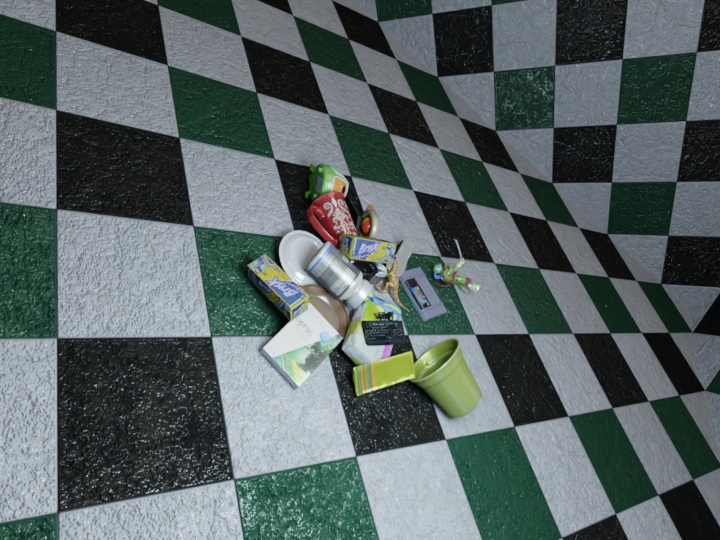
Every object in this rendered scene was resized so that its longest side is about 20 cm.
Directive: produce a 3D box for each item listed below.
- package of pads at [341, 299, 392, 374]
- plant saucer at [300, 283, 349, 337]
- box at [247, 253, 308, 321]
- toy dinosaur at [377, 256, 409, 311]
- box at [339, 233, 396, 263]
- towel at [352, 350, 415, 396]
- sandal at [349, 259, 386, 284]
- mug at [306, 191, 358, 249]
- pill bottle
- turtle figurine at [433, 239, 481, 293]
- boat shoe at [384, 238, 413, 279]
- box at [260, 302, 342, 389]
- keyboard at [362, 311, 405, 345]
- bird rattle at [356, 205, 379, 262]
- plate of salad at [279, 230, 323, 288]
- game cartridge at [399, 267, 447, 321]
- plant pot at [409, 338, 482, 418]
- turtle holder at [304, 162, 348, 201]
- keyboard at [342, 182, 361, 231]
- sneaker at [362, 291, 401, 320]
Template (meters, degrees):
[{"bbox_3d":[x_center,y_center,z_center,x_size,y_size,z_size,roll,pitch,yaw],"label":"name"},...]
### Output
[{"bbox_3d":[0.029,0.206,1.585,0.155,0.067,0.202,47,36,-22],"label":"package of pads"},{"bbox_3d":[-0.125,0.136,1.563,0.197,0.037,0.203,23,44,-24],"label":"plant saucer"},{"bbox_3d":[-0.234,0.047,1.466,0.070,0.065,0.199,-34,62,-30],"label":"box"},{"bbox_3d":[0.109,0.054,1.799,0.060,0.103,0.205,-84,167,-85],"label":"toy dinosaur"},{"bbox_3d":[0.026,-0.070,1.695,0.197,0.072,0.064,6,9,-44],"label":"box"},{"bbox_3d":[0.071,0.301,1.517,0.196,0.018,0.088,-12,103,-22],"label":"towel"},{"bbox_3d":[-0.001,0.001,1.735,0.196,0.048,0.077,8,82,-17],"label":"sandal"},{"bbox_3d":[-0.098,-0.141,1.765,0.174,0.134,0.203,-16,71,-27],"label":"mug"},{"bbox_3d":[-0.064,0.017,1.598,0.200,0.114,0.114,43,40,-8],"label":"pill bottle"},{"bbox_3d":[0.384,-0.007,2.034,0.192,0.144,0.202,35,44,-17],"label":"turtle figurine"},{"bbox_3d":[0.130,-0.036,1.905,0.074,0.060,0.202,42,53,-17],"label":"boat shoe"},{"bbox_3d":[-0.160,0.205,1.438,0.144,0.036,0.200,45,56,0],"label":"box"},{"bbox_3d":[0.079,0.172,1.579,0.198,0.039,0.106,6,65,-51],"label":"keyboard"},{"bbox_3d":[0.017,-0.134,1.823,0.110,0.165,0.203,11,41,-17],"label":"bird rattle"},{"bbox_3d":[-0.176,-0.032,1.653,0.197,0.048,0.204,20,55,-31],"label":"plate of salad"},{"bbox_3d":[0.227,0.084,1.908,0.128,0.038,0.202,-9,63,-49],"label":"game cartridge"},{"bbox_3d":[0.279,0.350,1.627,0.186,0.199,0.200,53,39,-7],"label":"plant pot"},{"bbox_3d":[-0.125,-0.302,1.866,0.129,0.185,0.145,7,79,-27],"label":"turtle holder"},{"bbox_3d":[-0.030,-0.230,1.843,0.020,0.129,0.201,-2,35,-20],"label":"keyboard"},{"bbox_3d":[0.039,0.112,1.699,0.197,0.083,0.072,29,71,-2],"label":"sneaker"}]
